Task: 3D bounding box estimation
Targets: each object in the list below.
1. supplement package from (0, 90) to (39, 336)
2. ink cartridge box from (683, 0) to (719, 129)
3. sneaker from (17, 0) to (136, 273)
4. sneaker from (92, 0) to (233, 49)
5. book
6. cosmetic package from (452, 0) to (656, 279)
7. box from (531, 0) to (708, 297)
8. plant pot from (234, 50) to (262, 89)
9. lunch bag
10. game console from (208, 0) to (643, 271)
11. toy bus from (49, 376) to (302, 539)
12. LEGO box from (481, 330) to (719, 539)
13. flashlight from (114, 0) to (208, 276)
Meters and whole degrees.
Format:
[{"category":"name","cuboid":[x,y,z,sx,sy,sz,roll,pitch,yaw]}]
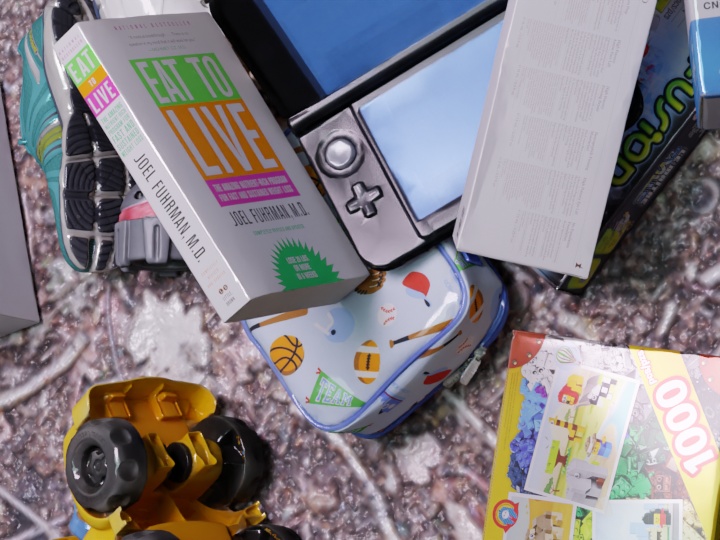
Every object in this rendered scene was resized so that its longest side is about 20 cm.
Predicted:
[{"category":"supplement package","cuboid":[-0.358,-0.032,1.787,0.199,0.147,0.192,-18,73,26]},{"category":"ink cartridge box","cuboid":[0.255,-0.194,1.473,0.144,0.084,0.201,-6,78,8]},{"category":"sneaker","cuboid":[-0.195,-0.089,1.760,0.080,0.077,0.201,-29,63,44]},{"category":"sneaker","cuboid":[-0.130,-0.162,1.671,0.087,0.075,0.201,-12,78,-1]},{"category":"book","cuboid":[-0.092,-0.062,1.540,0.048,0.133,0.201,-40,75,27]},{"category":"cosmetic package","cuboid":[0.116,-0.103,1.494,0.082,0.051,0.201,13,100,-3]},{"category":"box","cuboid":[0.152,-0.096,1.569,0.110,0.035,0.200,43,104,28]},{"category":"plant pot","cuboid":[-0.027,-0.215,1.632,0.092,0.201,0.202,2,81,-10]},{"category":"lunch bag","cuboid":[0.000,0.000,1.617,0.160,0.075,0.200,-44,64,18]},{"category":"game console","cuboid":[0.040,-0.128,1.527,0.199,0.116,0.176,-31,69,8]},{"category":"toy bus","cuboid":[-0.145,0.197,1.653,0.192,0.135,0.201,-43,61,35]},{"category":"LEGO box","cuboid":[0.155,0.145,1.504,0.148,0.077,0.201,6,85,30]},{"category":"flashlight","cuboid":[-0.131,-0.099,1.715,0.068,0.068,0.201,-8,79,37]}]
